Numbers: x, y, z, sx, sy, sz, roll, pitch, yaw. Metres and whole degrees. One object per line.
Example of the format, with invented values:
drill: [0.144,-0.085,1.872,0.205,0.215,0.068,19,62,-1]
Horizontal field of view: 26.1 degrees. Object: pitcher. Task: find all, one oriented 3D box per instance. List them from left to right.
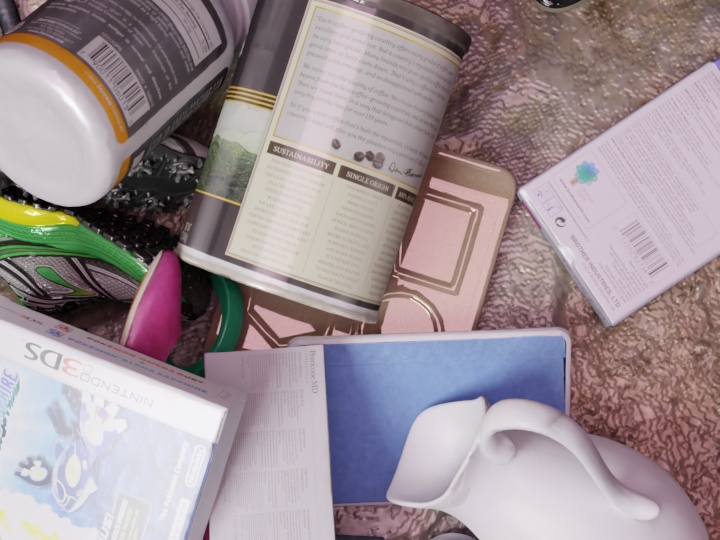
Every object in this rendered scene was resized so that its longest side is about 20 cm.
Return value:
pitcher: [0.140,0.152,1.024,0.199,0.171,0.122,30,64,-12]

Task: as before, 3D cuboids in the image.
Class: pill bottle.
pill bottle: [-0.154,-0.141,1.019,0.116,0.117,0.200,36,49,5]

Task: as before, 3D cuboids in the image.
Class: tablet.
tablet: [0.049,0.104,1.095,0.198,0.014,0.131,-2,108,-1]

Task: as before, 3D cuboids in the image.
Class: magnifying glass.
magnifying glass: [-0.145,0.089,1.113,0.079,0.022,0.201,30,93,40]

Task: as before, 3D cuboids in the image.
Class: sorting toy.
sorting toy: [0.000,0.000,1.125,0.184,0.036,0.201,17,91,4]

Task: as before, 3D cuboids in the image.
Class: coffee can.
coffee can: [-0.026,-0.082,1.035,0.145,0.146,0.201,19,90,4]

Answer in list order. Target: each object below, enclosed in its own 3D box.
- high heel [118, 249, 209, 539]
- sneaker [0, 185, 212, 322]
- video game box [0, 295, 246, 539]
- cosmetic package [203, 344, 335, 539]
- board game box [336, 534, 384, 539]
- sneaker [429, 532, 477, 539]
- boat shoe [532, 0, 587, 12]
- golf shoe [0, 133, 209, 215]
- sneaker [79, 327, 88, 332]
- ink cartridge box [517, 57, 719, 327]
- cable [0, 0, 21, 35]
high heel: [-0.119,0.091,1.014,0.095,0.067,0.201,14,92,-6]
sneaker: [-0.195,-0.002,1.109,0.199,0.078,0.086,19,104,20]
video game box: [-0.186,0.139,0.976,0.181,0.047,0.201,20,102,12]
cosmetic package: [-0.057,0.151,1.009,0.082,0.051,0.201,-4,63,1]
board game box: [-0.040,0.284,1.063,0.104,0.103,0.202,2,85,2]
sneaker: [0.051,0.284,1.068,0.074,0.087,0.202,5,86,1]
boat shoe: [0.205,-0.262,1.125,0.201,0.063,0.074,-36,82,-3]
golf shoe: [-0.181,-0.098,1.093,0.199,0.078,0.095,9,56,-32]
sneaker: [-0.257,0.059,1.107,0.200,0.075,0.106,40,90,-5]
ink cartridge box: [0.227,-0.063,1.116,0.199,0.042,0.120,-34,84,1]
cable: [-0.200,-0.185,1.137,0.199,0.051,0.164,34,87,4]
